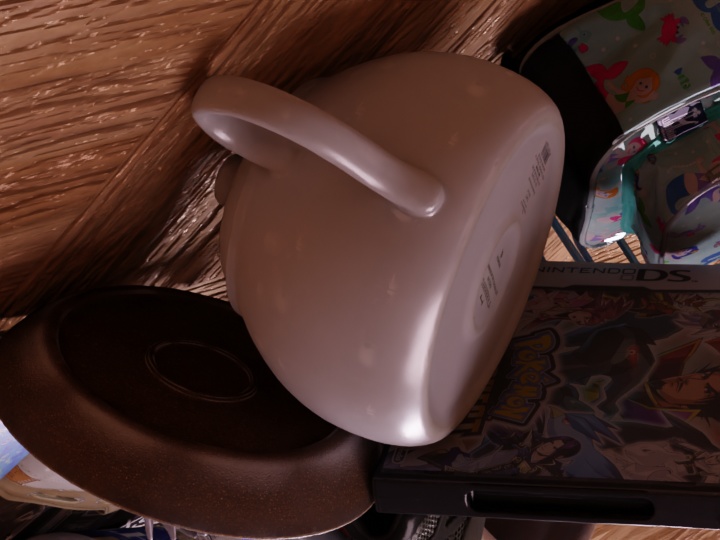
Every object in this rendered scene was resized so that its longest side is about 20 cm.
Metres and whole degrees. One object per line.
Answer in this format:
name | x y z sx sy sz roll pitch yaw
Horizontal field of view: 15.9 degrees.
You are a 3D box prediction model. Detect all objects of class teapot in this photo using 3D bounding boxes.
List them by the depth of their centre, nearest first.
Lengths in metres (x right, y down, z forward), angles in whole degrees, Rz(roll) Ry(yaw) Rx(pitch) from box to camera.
teapot | -0.002 -0.022 1.203 0.197 0.146 0.201 -46 153 -55

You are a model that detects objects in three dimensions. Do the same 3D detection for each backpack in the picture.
backpack | 0.190 -0.097 1.362 0.200 0.151 0.178 -35 165 -8

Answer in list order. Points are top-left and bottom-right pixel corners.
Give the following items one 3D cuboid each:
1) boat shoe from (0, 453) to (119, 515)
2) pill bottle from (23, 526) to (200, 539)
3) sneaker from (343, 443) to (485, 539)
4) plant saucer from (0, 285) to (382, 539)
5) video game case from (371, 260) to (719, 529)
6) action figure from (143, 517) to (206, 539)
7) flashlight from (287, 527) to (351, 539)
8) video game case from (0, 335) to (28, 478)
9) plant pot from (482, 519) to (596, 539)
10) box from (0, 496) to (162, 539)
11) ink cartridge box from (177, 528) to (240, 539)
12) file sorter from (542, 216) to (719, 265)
boat shoe | -0.137 0.096 1.450 0.068 0.075 0.200 -37 155 23
pill bottle | -0.156 0.208 1.470 0.120 0.120 0.200 -36 165 15
sneaker | 0.034 0.067 1.355 0.076 0.200 0.114 5 152 24
plant saucer | -0.079 0.059 1.236 0.200 0.200 0.032 -15 130 -51
video game case | 0.115 0.056 1.272 0.180 0.026 0.200 2 -148 15
action figure | -0.062 0.082 1.408 0.199 0.069 0.131 -3 116 -39
flashlight | -0.035 0.124 1.366 0.068 0.068 0.200 -54 140 -7
video game case | -0.251 0.105 1.274 0.181 0.046 0.200 -40 165 30
plant pot | 0.039 0.124 1.733 0.174 0.201 0.200 -21 175 37
box | -0.190 0.152 1.554 0.158 0.050 0.200 -39 164 26
ink cartridge box | -0.098 0.235 1.725 0.116 0.200 0.067 -32 166 -2
file sorter | 0.144 -0.002 1.611 0.200 0.123 0.139 -16 159 -48
